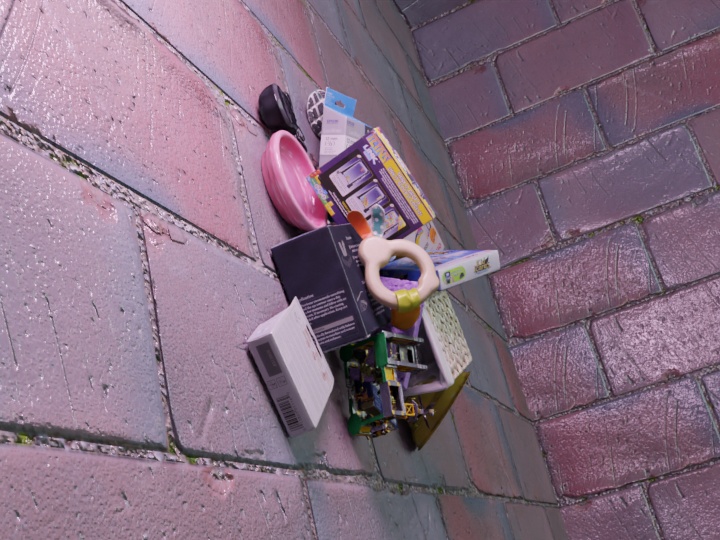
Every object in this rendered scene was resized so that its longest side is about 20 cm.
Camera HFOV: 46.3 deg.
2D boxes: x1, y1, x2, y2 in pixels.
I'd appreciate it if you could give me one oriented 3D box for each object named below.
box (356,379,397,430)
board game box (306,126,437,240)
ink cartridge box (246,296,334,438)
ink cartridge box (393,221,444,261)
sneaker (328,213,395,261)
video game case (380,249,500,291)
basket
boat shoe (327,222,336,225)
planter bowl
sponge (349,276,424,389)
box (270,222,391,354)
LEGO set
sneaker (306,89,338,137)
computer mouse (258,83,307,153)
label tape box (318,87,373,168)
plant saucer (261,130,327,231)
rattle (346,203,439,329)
[{"bbox_3d":[0.024,0.202,1.650,0.121,0.032,0.201,52,24,-50],"label":"box"},{"bbox_3d":[0.021,-0.140,1.580,0.201,0.165,0.057,57,16,-4],"label":"board game box"},{"bbox_3d":[-0.103,0.142,1.303,0.200,0.047,0.161,-67,134,-75],"label":"ink cartridge box"},{"bbox_3d":[0.071,-0.075,1.877,0.201,0.144,0.148,61,39,-28],"label":"ink cartridge box"},{"bbox_3d":[-0.010,-0.079,1.742,0.200,0.072,0.073,39,22,-7],"label":"sneaker"},{"bbox_3d":[0.148,-0.003,1.701,0.181,0.199,0.046,-16,102,-40],"label":"video game case"},{"bbox_3d":[0.121,0.133,1.695,0.123,0.135,0.201,-28,99,-50],"label":"basket"},{"bbox_3d":[-0.033,0.008,1.634,0.063,0.073,0.203,0,76,-72],"label":"boat shoe"},{"bbox_3d":[0.145,0.275,1.789,0.083,0.201,0.200,33,15,6],"label":"planter bowl"},{"bbox_3d":[0.053,0.113,1.579,0.030,0.111,0.201,47,53,-61],"label":"sponge"},{"bbox_3d":[-0.045,0.027,1.487,0.197,0.117,0.201,-18,88,-74],"label":"box"},{"bbox_3d":[0.052,0.201,1.489,0.115,0.154,0.201,13,52,-40],"label":"LEGO set"},{"bbox_3d":[-0.076,-0.339,1.963,0.080,0.077,0.200,58,-2,47],"label":"sneaker"},{"bbox_3d":[-0.160,-0.301,1.649,0.200,0.052,0.139,28,44,-82],"label":"computer mouse"},{"bbox_3d":[-0.028,-0.294,1.877,0.143,0.066,0.202,4,92,-64],"label":"label tape box"},{"bbox_3d":[-0.127,-0.159,1.571,0.201,0.051,0.201,57,20,-35],"label":"plant saucer"},{"bbox_3d":[0.047,-0.008,1.509,0.200,0.130,0.143,46,-2,15],"label":"rattle"}]
